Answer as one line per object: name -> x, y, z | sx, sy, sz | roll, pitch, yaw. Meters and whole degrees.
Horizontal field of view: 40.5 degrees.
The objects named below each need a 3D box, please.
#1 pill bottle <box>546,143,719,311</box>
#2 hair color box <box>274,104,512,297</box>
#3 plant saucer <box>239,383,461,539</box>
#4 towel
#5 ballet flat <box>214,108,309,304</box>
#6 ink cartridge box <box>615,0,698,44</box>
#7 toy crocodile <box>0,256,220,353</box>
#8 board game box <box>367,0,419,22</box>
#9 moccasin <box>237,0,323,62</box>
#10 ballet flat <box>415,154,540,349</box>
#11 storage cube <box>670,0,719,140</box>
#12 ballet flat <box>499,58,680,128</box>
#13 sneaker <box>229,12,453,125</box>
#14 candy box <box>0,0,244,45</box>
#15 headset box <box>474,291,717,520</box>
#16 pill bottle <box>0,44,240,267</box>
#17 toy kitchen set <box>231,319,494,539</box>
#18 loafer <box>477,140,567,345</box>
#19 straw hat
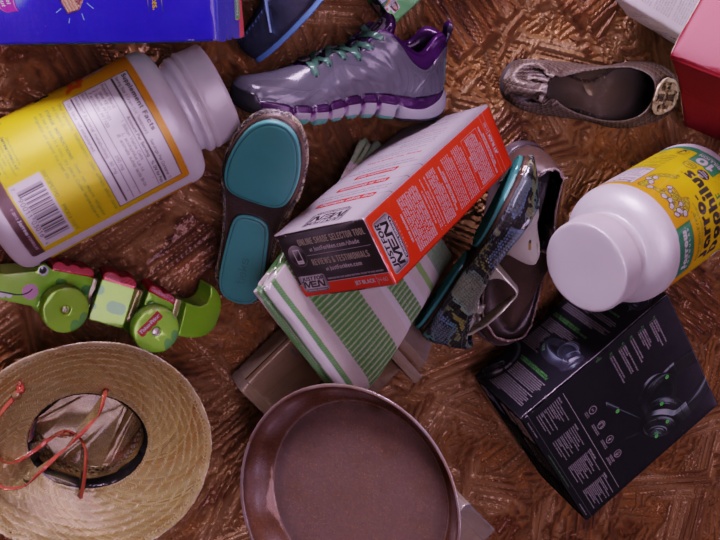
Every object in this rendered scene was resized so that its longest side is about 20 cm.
pill bottle -> 0.264, -0.038, 0.908 | 0.199, 0.112, 0.114 | -26, 116, -38
hair color box -> 0.032, -0.059, 0.801 | 0.200, 0.101, 0.062 | -43, 114, -41
plant saucer -> -0.007, 0.188, 0.802 | 0.034, 0.199, 0.202 | -16, 120, -63
towel -> 0.000, 0.000, 0.848 | 0.153, 0.023, 0.200 | 55, 49, -26
ballet flat -> -0.080, -0.062, 0.802 | 0.067, 0.076, 0.201 | 18, 130, 1
ink cartridge box -> 0.274, -0.319, 0.900 | 0.199, 0.047, 0.161 | 21, 99, -24
toy crocodile -> -0.211, 0.021, 0.804 | 0.199, 0.067, 0.062 | 16, 95, -27
board game box -> 0.057, -0.326, 0.820 | 0.200, 0.029, 0.135 | -43, 117, -4
moccasin -> -0.040, -0.258, 0.765 | 0.068, 0.081, 0.200 | 35, 110, -18
ballet flat -> 0.123, -0.010, 0.884 | 0.074, 0.074, 0.201 | 15, 122, -24
storage cube -> 0.402, -0.199, 0.870 | 0.201, 0.179, 0.171 | -60, 154, 0
ballet flat -> 0.226, -0.169, 0.925 | 0.198, 0.046, 0.068 | 2, 106, -22
sneaker -> -0.014, -0.173, 0.813 | 0.199, 0.074, 0.088 | -7, 119, -30
candy box -> -0.188, -0.244, 0.679 | 0.198, 0.077, 0.171 | 2, 109, 10
headset box -> 0.246, 0.116, 0.987 | 0.200, 0.093, 0.174 | -40, 123, -5
pill bottle -> -0.196, -0.094, 0.749 | 0.199, 0.109, 0.110 | -29, 115, -11
toy kitchen set -> 0.027, 0.129, 0.867 | 0.163, 0.180, 0.200 | -44, 116, -4
loafer -> 0.149, -0.019, 0.928 | 0.072, 0.071, 0.202 | -2, 107, -21
straw hat -> -0.229, 0.135, 0.821 | 0.199, 0.085, 0.203 | -4, 104, -15
